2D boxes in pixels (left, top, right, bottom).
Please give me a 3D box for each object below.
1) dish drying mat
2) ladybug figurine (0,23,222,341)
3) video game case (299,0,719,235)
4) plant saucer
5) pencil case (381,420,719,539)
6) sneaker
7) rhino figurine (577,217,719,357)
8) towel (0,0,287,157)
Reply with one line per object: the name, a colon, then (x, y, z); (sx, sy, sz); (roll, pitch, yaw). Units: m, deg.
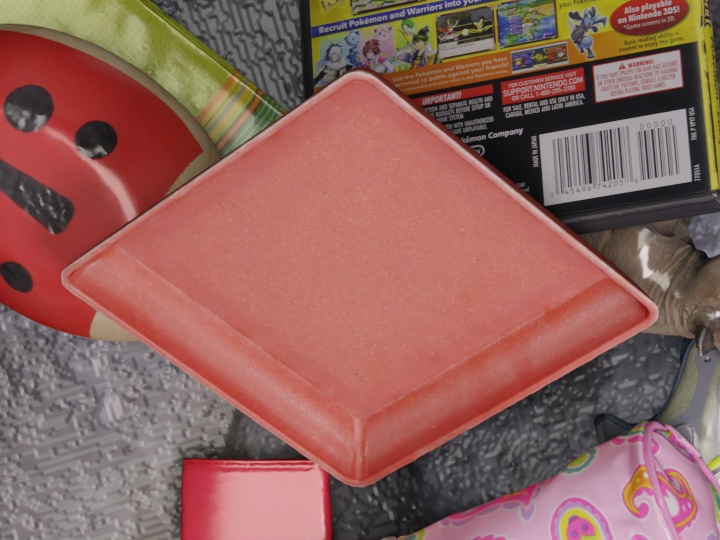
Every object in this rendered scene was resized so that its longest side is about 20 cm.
dish drying mat: (-0.051, 0.192, 1.324); (0.076, 0.018, 0.201); (-1, 89, 4)
ladybug figurine: (-0.150, -0.041, 1.300); (0.200, 0.072, 0.136); (30, 103, 8)
video game case: (0.068, -0.101, 1.270); (0.199, 0.025, 0.182); (-9, 73, 20)
plant saucer: (0.000, 0.000, 1.233); (0.199, 0.037, 0.200); (-32, 126, 33)
pencil case: (0.071, 0.138, 1.255); (0.199, 0.087, 0.088); (-25, 87, 26)
sneaker: (0.197, 0.049, 1.282); (0.200, 0.074, 0.081); (-38, 83, 1)
rhino figurine: (0.133, -0.020, 1.269); (0.200, 0.060, 0.088); (39, 94, 26)
towel: (-0.109, -0.083, 1.334); (0.200, 0.018, 0.086); (39, 91, 4)
